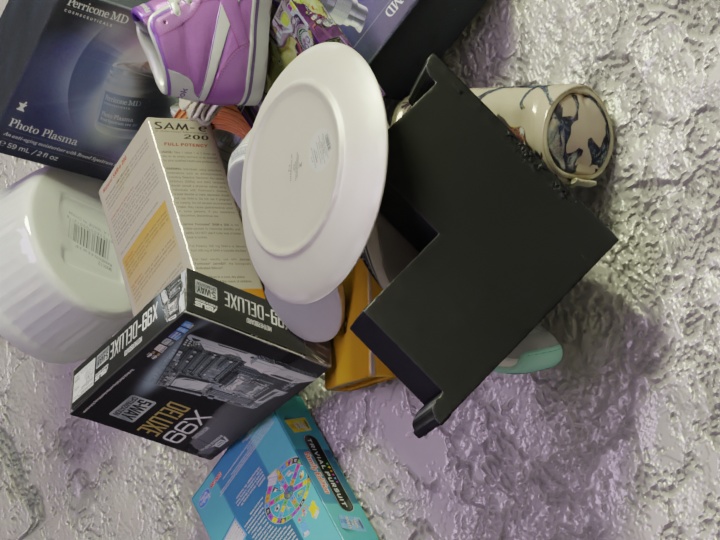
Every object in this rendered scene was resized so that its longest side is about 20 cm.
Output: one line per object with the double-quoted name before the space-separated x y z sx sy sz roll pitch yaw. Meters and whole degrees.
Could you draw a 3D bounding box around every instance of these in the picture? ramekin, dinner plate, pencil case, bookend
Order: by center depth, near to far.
"bookend" 0.052 -0.016 1.308 0.199 0.200 0.092 44 166 3
"dinner plate" -0.044 -0.075 1.314 0.199 0.024 0.202 -14 72 52
"pencil case" 0.114 -0.106 1.417 0.199 0.077 0.090 3 99 49
"ramekin" -0.305 -0.014 1.797 0.097 0.200 0.202 -30 63 33

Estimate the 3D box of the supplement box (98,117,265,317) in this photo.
"supplement box" -0.170 -0.026 1.623 0.126 0.073 0.201 -46 54 45

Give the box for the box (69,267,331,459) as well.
"box" -0.146 0.089 1.560 0.200 0.157 0.050 -38 41 39

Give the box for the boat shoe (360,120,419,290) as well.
"boat shoe" 0.010 -0.044 1.399 0.093 0.074 0.201 -25 88 63

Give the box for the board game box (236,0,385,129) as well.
"board game box" -0.047 -0.147 1.491 0.120 0.032 0.200 52 153 9

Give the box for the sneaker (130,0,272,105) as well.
"sneaker" -0.133 -0.242 1.448 0.073 0.113 0.203 -176 89 -70

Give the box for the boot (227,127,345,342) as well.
"boot" -0.050 -0.042 1.487 0.073 0.096 0.201 -3 125 22

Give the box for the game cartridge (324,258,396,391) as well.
"game cartridge" 0.000 0.000 1.513 0.176 0.032 0.202 152 120 -75

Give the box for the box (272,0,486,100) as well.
"box" 0.002 -0.269 1.499 0.200 0.104 0.148 48 113 23

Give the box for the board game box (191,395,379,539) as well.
"board game box" -0.068 0.240 1.599 0.151 0.047 0.201 -54 49 28

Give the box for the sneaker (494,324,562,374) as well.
"sneaker" 0.090 -0.003 1.411 0.199 0.077 0.141 22 115 47

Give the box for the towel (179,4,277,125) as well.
"towel" -0.123 -0.218 1.602 0.133 0.034 0.200 -52 22 19

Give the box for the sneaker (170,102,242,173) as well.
"sneaker" -0.102 -0.132 1.684 0.199 0.070 0.081 4 111 45

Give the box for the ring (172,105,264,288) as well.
"ring" -0.117 -0.075 1.664 0.200 0.019 0.202 24 126 38

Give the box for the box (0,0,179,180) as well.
"box" -0.265 -0.208 1.757 0.199 0.199 0.124 -59 37 25
